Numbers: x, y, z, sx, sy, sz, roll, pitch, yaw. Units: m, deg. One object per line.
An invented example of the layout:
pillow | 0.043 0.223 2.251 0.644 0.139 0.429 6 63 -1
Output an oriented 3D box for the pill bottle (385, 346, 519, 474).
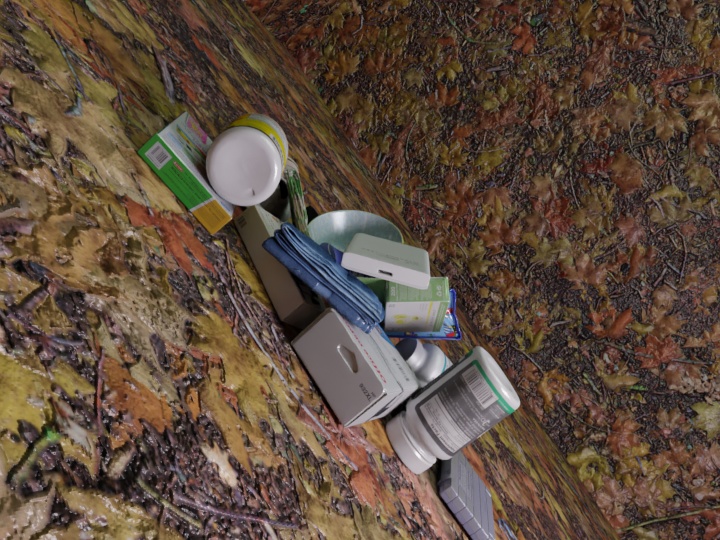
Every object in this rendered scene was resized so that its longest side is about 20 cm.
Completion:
pill bottle | 0.142 0.223 1.066 0.114 0.199 0.113 48 12 -14

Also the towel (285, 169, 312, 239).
towel | -0.094 -0.054 1.149 0.155 0.023 0.203 89 -14 -47

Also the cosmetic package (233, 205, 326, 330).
cosmetic package | -0.123 -0.006 1.050 0.202 0.050 0.082 60 12 29

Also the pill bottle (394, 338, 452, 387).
pill bottle | 0.139 0.218 1.298 0.201 0.110 0.111 48 12 -23

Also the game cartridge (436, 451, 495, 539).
game cartridge | 0.182 0.387 1.173 0.130 0.038 0.200 50 11 1

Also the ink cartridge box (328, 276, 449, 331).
ink cartridge box | 0.042 0.057 1.110 0.146 0.194 0.049 90 -1 -66

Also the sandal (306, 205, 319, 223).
sandal | -0.063 -0.063 1.488 0.202 0.042 0.076 59 12 24

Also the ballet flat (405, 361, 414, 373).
ballet flat | 0.049 0.172 1.180 0.200 0.067 0.068 48 11 -25

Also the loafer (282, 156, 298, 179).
loafer | -0.189 -0.202 1.363 0.199 0.071 0.064 20 50 -60

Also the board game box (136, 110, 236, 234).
board game box | -0.244 -0.153 1.016 0.154 0.040 0.201 50 12 -18

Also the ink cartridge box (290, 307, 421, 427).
ink cartridge box | -0.001 0.143 1.009 0.146 0.083 0.199 54 11 17

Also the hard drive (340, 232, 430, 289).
hard drive | 0.043 -0.018 1.055 0.128 0.027 0.200 15 12 2

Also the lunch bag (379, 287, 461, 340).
lunch bag | 0.073 0.089 1.263 0.151 0.194 0.097 -142 -137 -83

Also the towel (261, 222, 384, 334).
towel | -0.047 0.006 0.977 0.199 0.049 0.112 39 6 -2

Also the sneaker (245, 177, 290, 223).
sneaker | -0.148 -0.131 1.241 0.075 0.081 0.200 51 11 -2

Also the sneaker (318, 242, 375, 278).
sneaker | 0.000 0.000 1.172 0.200 0.113 0.082 52 19 -59

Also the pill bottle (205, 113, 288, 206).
pill bottle | -0.165 -0.174 1.020 0.110 0.108 0.201 49 11 -16

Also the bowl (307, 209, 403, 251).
bowl | -0.016 -0.023 1.338 0.202 0.194 0.110 -113 -157 -52

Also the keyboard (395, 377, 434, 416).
keyboard | 0.144 0.246 1.191 0.039 0.107 0.198 0 -21 45
